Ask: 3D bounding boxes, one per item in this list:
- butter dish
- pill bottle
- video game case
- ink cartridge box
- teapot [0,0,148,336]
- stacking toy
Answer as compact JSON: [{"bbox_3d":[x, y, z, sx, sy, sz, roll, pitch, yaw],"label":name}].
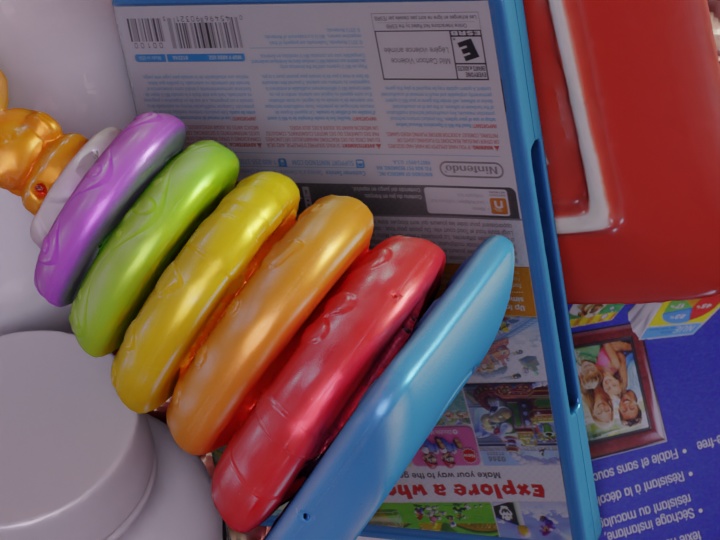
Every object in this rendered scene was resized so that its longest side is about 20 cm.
[{"bbox_3d":[0.042,-0.100,0.847,0.199,0.148,0.201,-2,115,29],"label":"butter dish"},{"bbox_3d":[-0.095,0.117,0.854,0.111,0.112,0.201,-8,136,5],"label":"pill bottle"},{"bbox_3d":[0.000,0.000,0.821,0.142,0.018,0.201,3,117,27],"label":"video game case"},{"bbox_3d":[0.077,0.091,0.862,0.196,0.047,0.201,-19,76,22],"label":"ink cartridge box"},{"bbox_3d":[-0.165,-0.050,0.843,0.197,0.146,0.201,-38,82,23],"label":"teapot"},{"bbox_3d":[-0.062,-0.004,0.766,0.199,0.110,0.116,36,129,3],"label":"stacking toy"}]
